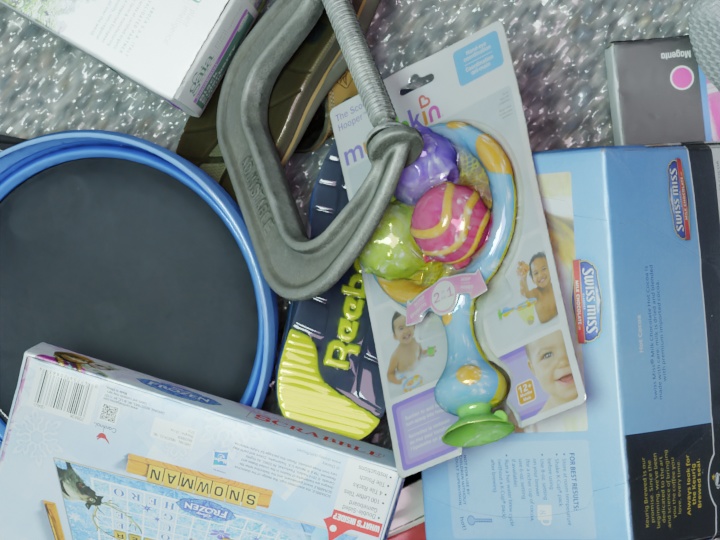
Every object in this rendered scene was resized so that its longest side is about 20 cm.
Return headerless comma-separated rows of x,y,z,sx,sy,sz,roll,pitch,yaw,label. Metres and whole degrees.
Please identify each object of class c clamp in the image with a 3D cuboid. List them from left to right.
-0.017,-0.091,1.416,0.171,0.027,0.200,-43,46,32,c clamp

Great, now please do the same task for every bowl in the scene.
-0.136,0.026,1.488,0.200,0.039,0.201,2,98,16,bowl

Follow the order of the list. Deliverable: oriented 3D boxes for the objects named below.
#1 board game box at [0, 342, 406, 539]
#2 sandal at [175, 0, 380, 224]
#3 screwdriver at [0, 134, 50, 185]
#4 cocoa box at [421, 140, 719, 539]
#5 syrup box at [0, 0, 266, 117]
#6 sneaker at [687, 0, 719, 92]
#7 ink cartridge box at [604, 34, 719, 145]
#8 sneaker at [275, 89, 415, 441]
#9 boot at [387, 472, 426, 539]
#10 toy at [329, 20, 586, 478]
-0.097,0.160,1.442,0.200,0.041,0.200,18,99,5,board game box
-0.027,-0.105,1.508,0.055,0.082,0.200,32,88,-39,sandal
-0.261,-0.066,1.524,0.199,0.029,0.028,6,90,3,screwdriver
0.113,0.039,1.447,0.133,0.131,0.201,-4,90,40,cocoa box
-0.153,-0.163,1.485,0.200,0.081,0.079,30,90,6,syrup box
0.260,-0.116,1.486,0.200,0.075,0.114,34,74,-25,sneaker
0.187,-0.026,1.523,0.094,0.037,0.201,-6,92,-2,ink cartridge box
0.000,0.000,1.502,0.074,0.082,0.200,20,75,2,sneaker
-0.016,0.202,1.502,0.200,0.072,0.145,-21,94,-1,boot
0.034,-0.013,1.388,0.115,0.047,0.200,-25,68,33,toy
